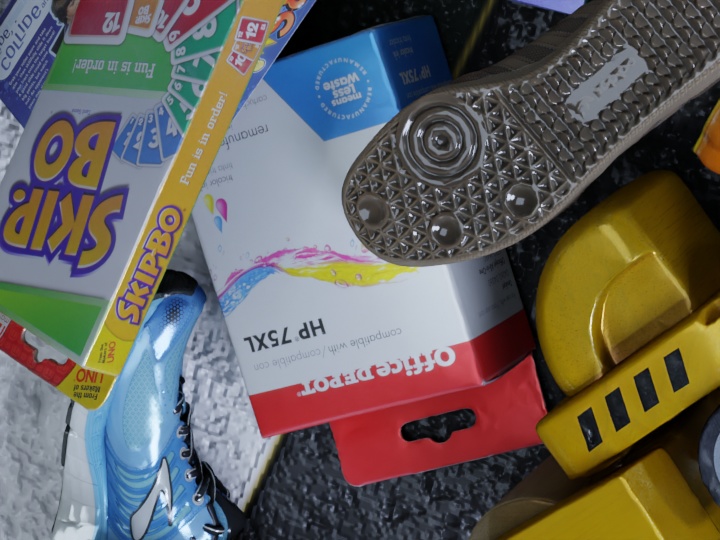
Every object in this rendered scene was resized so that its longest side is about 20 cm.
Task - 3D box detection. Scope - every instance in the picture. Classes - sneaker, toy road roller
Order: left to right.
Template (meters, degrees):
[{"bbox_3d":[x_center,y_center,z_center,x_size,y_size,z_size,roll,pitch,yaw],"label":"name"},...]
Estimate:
[{"bbox_3d":[-0.093,0.093,1.044,0.090,0.078,0.200,14,114,4],"label":"sneaker"},{"bbox_3d":[0.085,-0.065,0.884,0.200,0.076,0.071,-31,88,25],"label":"sneaker"},{"bbox_3d":[0.113,0.051,0.900,0.200,0.123,0.146,-37,86,28],"label":"toy road roller"}]

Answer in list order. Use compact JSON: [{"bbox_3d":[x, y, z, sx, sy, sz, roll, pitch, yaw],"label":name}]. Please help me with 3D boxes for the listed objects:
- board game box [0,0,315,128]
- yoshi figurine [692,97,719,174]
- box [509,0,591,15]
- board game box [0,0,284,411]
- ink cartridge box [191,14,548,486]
[{"bbox_3d":[-0.078,-0.132,0.943,0.200,0.034,0.135,-54,49,14],"label":"board game box"},{"bbox_3d":[0.237,-0.033,0.843,0.200,0.112,0.112,35,107,10],"label":"yoshi figurine"},{"bbox_3d":[0.066,-0.216,0.907,0.117,0.048,0.200,15,106,20],"label":"box"},{"bbox_3d":[-0.101,-0.050,0.898,0.095,0.030,0.200,28,98,42],"label":"board game box"},{"bbox_3d":[0.000,0.000,0.971,0.116,0.067,0.200,-16,94,27],"label":"ink cartridge box"}]
